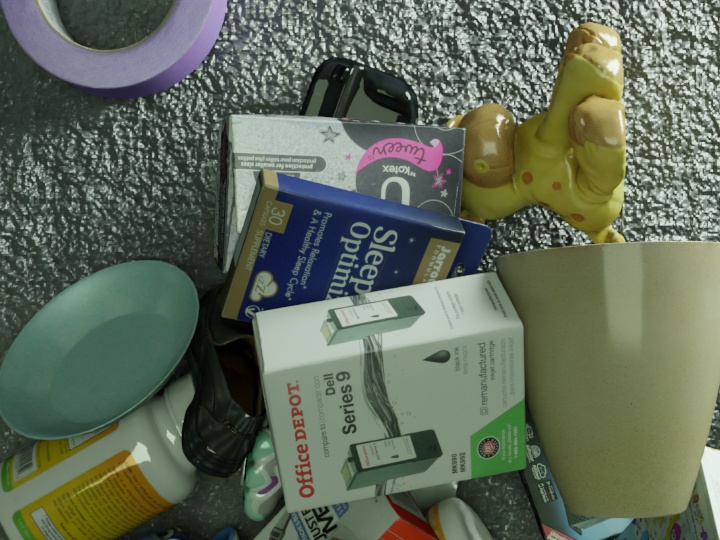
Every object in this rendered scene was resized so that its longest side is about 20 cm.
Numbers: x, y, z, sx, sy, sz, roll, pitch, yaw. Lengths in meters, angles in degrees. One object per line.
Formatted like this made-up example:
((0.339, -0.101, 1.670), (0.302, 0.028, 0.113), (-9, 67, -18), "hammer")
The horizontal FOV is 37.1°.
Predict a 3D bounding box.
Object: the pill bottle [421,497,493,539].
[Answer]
((0.029, 0.297, 0.948), (0.199, 0.116, 0.117), (-33, 89, 10), "pill bottle")

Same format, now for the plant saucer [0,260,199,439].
((-0.225, 0.076, 0.951), (0.200, 0.202, 0.039), (-26, 131, 3), "plant saucer")

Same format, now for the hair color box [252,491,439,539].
((-0.039, 0.253, 0.900), (0.200, 0.111, 0.064), (-48, 126, 6), "hair color box")

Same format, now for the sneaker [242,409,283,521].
((-0.022, 0.140, 0.947), (0.139, 0.078, 0.202), (15, 103, -8), "sneaker")

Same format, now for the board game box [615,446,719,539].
((0.282, 0.255, 0.889), (0.102, 0.105, 0.201), (15, 132, -10), "board game box")

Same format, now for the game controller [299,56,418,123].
((-0.019, -0.091, 0.993), (0.103, 0.042, 0.202), (19, 92, -13), "game controller")

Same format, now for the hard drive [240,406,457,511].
((-0.003, 0.150, 0.997), (0.198, 0.026, 0.133), (9, 91, 2), "hard drive")

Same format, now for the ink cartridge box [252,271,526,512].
((0.023, 0.097, 0.845), (0.198, 0.084, 0.147), (-10, 122, -5), "ink cartridge box")

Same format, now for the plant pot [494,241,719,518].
((0.202, 0.086, 0.845), (0.185, 0.187, 0.202), (-2, 86, 2), "plant pot")

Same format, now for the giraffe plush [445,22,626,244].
((0.148, -0.102, 0.942), (0.161, 0.173, 0.201), (-2, 125, 12), "giraffe plush")

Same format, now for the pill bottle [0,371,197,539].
((-0.216, 0.174, 0.962), (0.199, 0.111, 0.112), (-30, 89, 2), "pill bottle")

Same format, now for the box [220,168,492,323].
((0.000, 0.000, 0.852), (0.198, 0.032, 0.122), (12, 118, -18), "box")

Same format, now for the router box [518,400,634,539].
((0.206, 0.136, 0.969), (0.149, 0.062, 0.202), (-20, 90, 1), "router box")

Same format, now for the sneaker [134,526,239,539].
((-0.195, 0.270, 0.960), (0.198, 0.074, 0.083), (4, 94, -28), "sneaker")

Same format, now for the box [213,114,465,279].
((-0.021, -0.064, 0.915), (0.198, 0.115, 0.134), (2, 96, -12), "box")

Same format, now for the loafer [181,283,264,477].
((-0.107, 0.080, 0.927), (0.072, 0.201, 0.072), (25, 126, -29), "loafer")

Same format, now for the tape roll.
((-0.224, -0.262, 0.981), (0.198, 0.066, 0.202), (0, 91, 3), "tape roll")
